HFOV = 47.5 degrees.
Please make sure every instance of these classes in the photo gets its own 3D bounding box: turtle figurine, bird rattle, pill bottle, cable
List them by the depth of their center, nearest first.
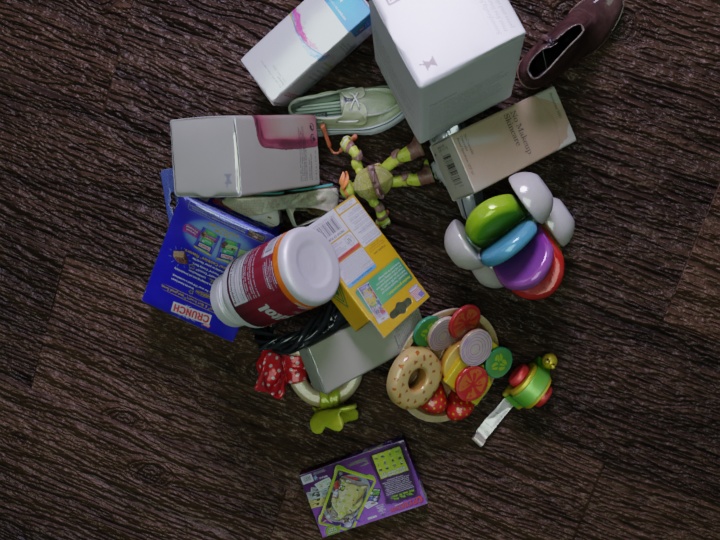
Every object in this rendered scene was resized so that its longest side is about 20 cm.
[{"bbox_3d":[-0.131,0.019,1.200,0.198,0.112,0.115,-22,97,43],"label":"pill bottle"},{"bbox_3d":[-0.097,0.056,1.285,0.161,0.200,0.051,23,142,37],"label":"cable"},{"bbox_3d":[0.027,-0.155,1.286,0.158,0.065,0.203,-21,109,9],"label":"turtle figurine"},{"bbox_3d":[-0.074,0.171,1.365,0.199,0.113,0.164,39,87,10],"label":"bird rattle"}]

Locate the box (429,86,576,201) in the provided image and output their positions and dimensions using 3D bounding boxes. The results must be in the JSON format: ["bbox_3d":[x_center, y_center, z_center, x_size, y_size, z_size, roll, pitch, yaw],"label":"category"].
[{"bbox_3d":[0.214,-0.190,1.225,0.198,0.078,0.096,-29,95,-19],"label":"box"}]

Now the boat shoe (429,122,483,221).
[{"bbox_3d":[0.144,-0.169,1.291,0.066,0.073,0.205,-13,88,23],"label":"boat shoe"}]

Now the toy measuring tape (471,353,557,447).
[{"bbox_3d":[0.252,0.215,1.331,0.073,0.074,0.201,39,101,-1],"label":"toy measuring tape"}]

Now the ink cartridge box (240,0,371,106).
[{"bbox_3d":[-0.072,-0.346,1.240,0.199,0.145,0.085,-40,93,10],"label":"ink cartridge box"}]

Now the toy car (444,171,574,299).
[{"bbox_3d":[0.236,-0.031,1.222,0.174,0.199,0.152,-36,53,19],"label":"toy car"}]

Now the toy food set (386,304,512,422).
[{"bbox_3d":[0.143,0.151,1.304,0.199,0.049,0.200,36,90,-29],"label":"toy food set"}]

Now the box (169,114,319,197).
[{"bbox_3d":[-0.165,-0.171,1.205,0.126,0.199,0.112,3,101,31],"label":"box"}]

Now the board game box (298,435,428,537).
[{"bbox_3d":[0.005,0.371,1.404,0.196,0.032,0.122,-20,92,10],"label":"board game box"}]

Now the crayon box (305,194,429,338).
[{"bbox_3d":[0.000,0.000,1.256,0.201,0.125,0.051,52,141,2],"label":"crayon box"}]

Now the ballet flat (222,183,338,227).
[{"bbox_3d":[-0.119,-0.098,1.284,0.196,0.067,0.064,-8,95,-27],"label":"ballet flat"}]

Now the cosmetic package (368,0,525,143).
[{"bbox_3d":[0.118,-0.320,1.164,0.163,0.200,0.167,-26,77,-2],"label":"cosmetic package"}]

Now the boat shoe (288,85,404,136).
[{"bbox_3d":[-0.018,-0.251,1.282,0.196,0.062,0.074,-11,77,8],"label":"boat shoe"}]

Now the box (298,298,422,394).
[{"bbox_3d":[0.005,0.113,1.299,0.197,0.068,0.084,-24,99,-20],"label":"box"}]

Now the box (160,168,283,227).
[{"bbox_3d":[-0.233,-0.119,1.352,0.195,0.032,0.124,-7,98,8],"label":"box"}]

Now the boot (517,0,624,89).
[{"bbox_3d":[0.315,-0.339,1.187,0.199,0.166,0.073,-41,93,11],"label":"boot"}]

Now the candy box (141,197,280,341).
[{"bbox_3d":[-0.241,-0.013,1.323,0.166,0.077,0.203,24,109,-7],"label":"candy box"}]
